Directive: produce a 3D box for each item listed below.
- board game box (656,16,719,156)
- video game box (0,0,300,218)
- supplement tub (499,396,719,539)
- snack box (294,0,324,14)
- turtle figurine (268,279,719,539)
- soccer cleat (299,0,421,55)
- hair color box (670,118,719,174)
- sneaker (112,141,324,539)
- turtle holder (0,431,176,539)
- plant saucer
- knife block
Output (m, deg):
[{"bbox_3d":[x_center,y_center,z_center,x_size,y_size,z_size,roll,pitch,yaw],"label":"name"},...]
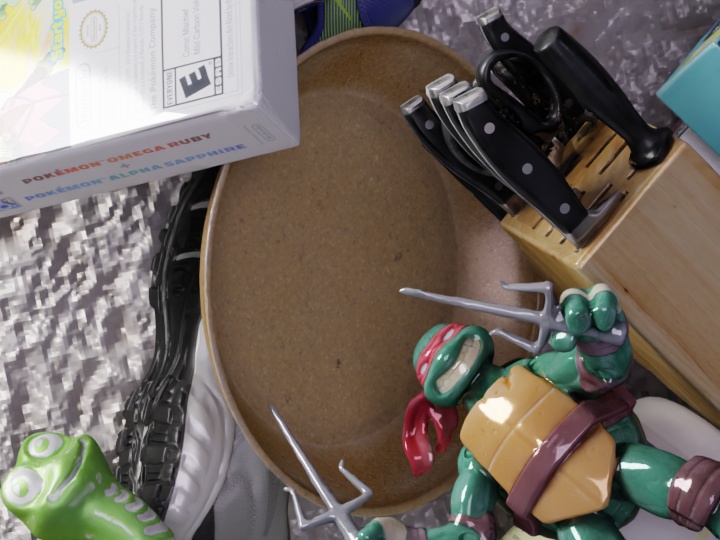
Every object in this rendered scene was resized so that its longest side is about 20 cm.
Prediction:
[{"bbox_3d":[0.241,-0.057,0.970,0.200,0.047,0.151,44,53,-2],"label":"board game box"},{"bbox_3d":[-0.116,-0.123,0.908,0.182,0.047,0.200,-11,65,18],"label":"video game box"},{"bbox_3d":[0.102,0.167,0.938,0.145,0.145,0.200,45,86,-2],"label":"supplement tub"},{"bbox_3d":[-0.072,-0.126,0.953,0.200,0.024,0.072,-23,92,18],"label":"snack box"},{"bbox_3d":[0.070,0.069,0.854,0.200,0.101,0.150,38,114,23],"label":"turtle figurine"},{"bbox_3d":[-0.051,-0.178,0.975,0.084,0.065,0.200,-35,92,-2],"label":"soccer cleat"},{"bbox_3d":[0.188,0.028,0.990,0.200,0.061,0.100,44,87,-2],"label":"hair color box"},{"bbox_3d":[-0.047,0.026,0.974,0.079,0.074,0.200,16,84,-28],"label":"sneaker"},{"bbox_3d":[-0.137,0.171,0.911,0.132,0.186,0.141,26,45,13],"label":"turtle holder"},{"bbox_3d":[0.000,0.000,0.946,0.200,0.035,0.201,-3,94,-45],"label":"plant saucer"},{"bbox_3d":[0.110,-0.011,0.859,0.200,0.176,0.064,41,88,20],"label":"knife block"}]
